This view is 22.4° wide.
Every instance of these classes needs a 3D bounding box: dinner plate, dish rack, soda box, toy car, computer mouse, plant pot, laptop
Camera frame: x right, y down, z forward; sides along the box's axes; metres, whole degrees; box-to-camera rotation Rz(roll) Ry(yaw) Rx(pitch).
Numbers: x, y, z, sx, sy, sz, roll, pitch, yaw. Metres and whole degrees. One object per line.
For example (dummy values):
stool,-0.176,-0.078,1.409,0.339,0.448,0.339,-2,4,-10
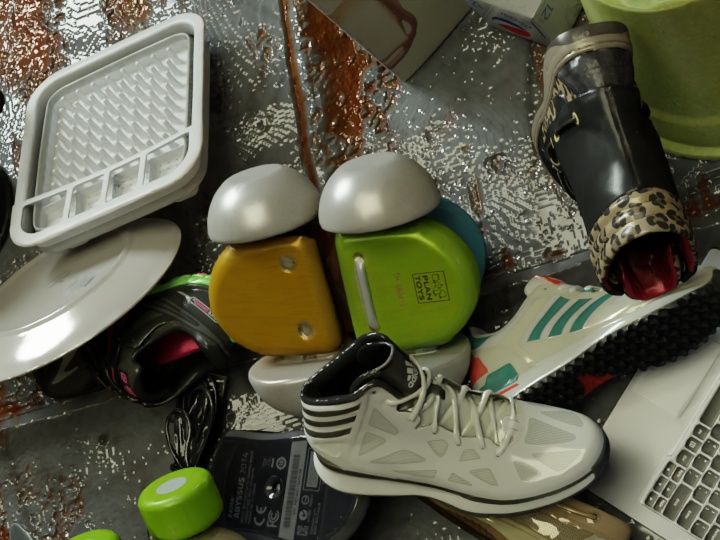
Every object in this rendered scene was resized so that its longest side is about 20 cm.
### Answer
dinner plate,-0.225,0.014,1.369,0.200,0.024,0.200,-25,26,13
dish rack,-0.185,-0.101,1.413,0.171,0.044,0.200,-23,43,19
soda box,0.152,-0.267,1.322,0.068,0.063,0.200,24,86,30
toy car,-0.174,0.236,1.286,0.200,0.158,0.165,1,117,50
toy car,0.000,0.000,1.274,0.200,0.150,0.175,-5,108,28
computer mouse,-0.060,0.152,1.310,0.200,0.053,0.139,6,79,39
plant pot,0.221,-0.197,1.201,0.200,0.184,0.201,-7,72,23
laptop,0.244,0.094,1.143,0.200,0.116,0.188,31,89,29

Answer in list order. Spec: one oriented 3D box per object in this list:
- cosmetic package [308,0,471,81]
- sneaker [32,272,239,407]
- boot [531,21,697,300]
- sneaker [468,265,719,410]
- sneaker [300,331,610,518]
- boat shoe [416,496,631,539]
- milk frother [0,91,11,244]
cosmetic package,-0.010,-0.227,1.310,0.087,0.200,0.103,-49,60,6
sneaker,-0.172,0.060,1.352,0.200,0.077,0.084,-19,37,31
boot,0.165,-0.051,1.173,0.073,0.200,0.151,-13,65,-2
sneaker,0.151,0.030,1.223,0.200,0.070,0.094,-33,53,26
sneaker,0.054,0.097,1.159,0.200,0.115,0.076,-1,53,15
boat shoe,0.090,0.148,1.232,0.200,0.071,0.065,31,80,24
milk frother,-0.406,-0.103,1.466,0.200,0.188,0.181,8,78,27
